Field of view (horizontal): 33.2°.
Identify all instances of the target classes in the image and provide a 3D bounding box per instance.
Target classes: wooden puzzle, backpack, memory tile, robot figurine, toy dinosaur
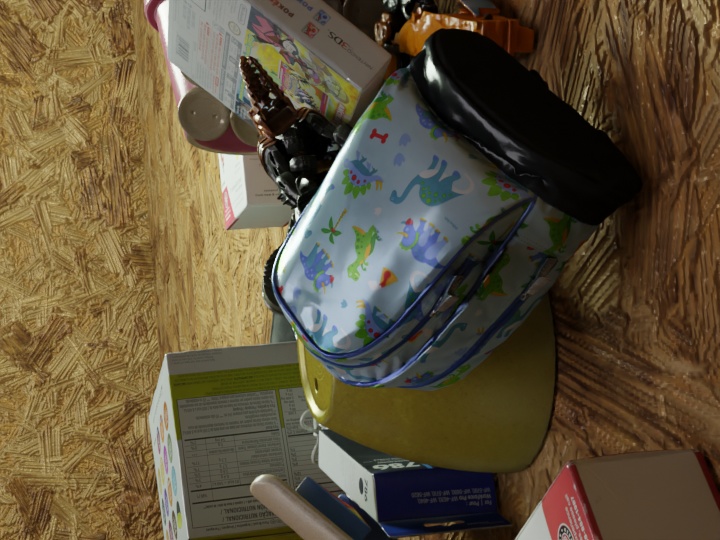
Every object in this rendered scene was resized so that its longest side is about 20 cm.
[{"bbox_3d":[0.018,0.220,0.904,0.185,0.046,0.200,35,169,21],"label":"wooden puzzle"},{"bbox_3d":[0.040,-0.020,0.725,0.163,0.153,0.200,51,131,30],"label":"backpack"},{"bbox_3d":[-0.066,-0.184,1.081,0.017,0.199,0.154,-74,-13,-67],"label":"memory tile"},{"bbox_3d":[0.060,-0.143,0.887,0.200,0.058,0.146,-136,45,-65],"label":"robot figurine"},{"bbox_3d":[-0.041,-0.079,0.920,0.102,0.200,0.136,-56,44,9],"label":"toy dinosaur"}]

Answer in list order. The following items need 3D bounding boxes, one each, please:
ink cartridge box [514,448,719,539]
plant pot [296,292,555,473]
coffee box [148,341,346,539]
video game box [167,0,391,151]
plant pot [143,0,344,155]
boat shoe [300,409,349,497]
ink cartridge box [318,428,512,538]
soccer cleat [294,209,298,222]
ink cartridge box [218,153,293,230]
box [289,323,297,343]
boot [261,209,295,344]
[{"bbox_3d":[0.137,0.211,0.658,0.200,0.082,0.147,108,154,-50],"label":"ink cartridge box"},{"bbox_3d":[0.033,0.052,0.872,0.200,0.141,0.201,177,90,-74],"label":"plant pot"},{"bbox_3d":[-0.108,0.204,1.285,0.200,0.199,0.199,117,145,-61],"label":"coffee box"},{"bbox_3d":[-0.072,-0.170,0.967,0.182,0.047,0.200,41,162,3],"label":"video game box"},{"bbox_3d":[-0.113,-0.218,1.190,0.200,0.199,0.180,143,126,-71],"label":"plant pot"},{"bbox_3d":[-0.014,0.152,1.129,0.075,0.086,0.203,40,-154,-55],"label":"boat shoe"},{"bbox_3d":[0.038,0.160,0.957,0.200,0.099,0.039,-159,69,-71],"label":"ink cartridge box"},{"bbox_3d":[-0.036,-0.119,1.234,0.073,0.068,0.201,-42,45,40],"label":"soccer cleat"},{"bbox_3d":[-0.122,-0.161,1.455,0.145,0.083,0.201,149,116,-72],"label":"ink cartridge box"},{"bbox_3d":[0.000,0.000,1.061,0.159,0.046,0.201,-116,42,-53],"label":"box"},{"bbox_3d":[-0.076,0.048,1.317,0.182,0.072,0.201,-67,-3,-50],"label":"boot"}]
